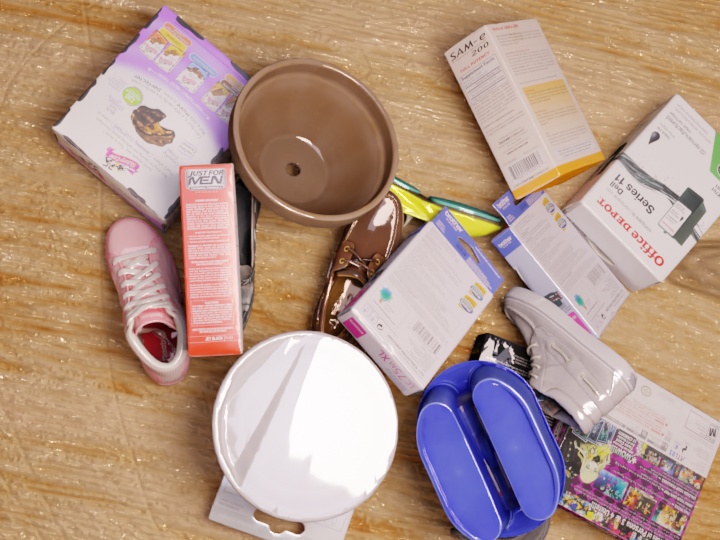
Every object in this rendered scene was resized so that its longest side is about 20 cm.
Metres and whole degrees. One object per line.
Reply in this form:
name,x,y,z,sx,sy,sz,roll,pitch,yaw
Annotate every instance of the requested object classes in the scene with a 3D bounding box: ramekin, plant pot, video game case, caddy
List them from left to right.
ramekin,-0.064,0.168,1.189,0.200,0.094,0.204,1,85,-9
plant pot,-0.064,-0.134,1.247,0.199,0.093,0.203,9,67,-23
caddy,0.141,0.198,1.187,0.140,0.105,0.201,-24,88,8
video game case,0.314,0.218,1.271,0.199,0.036,0.182,29,78,-15

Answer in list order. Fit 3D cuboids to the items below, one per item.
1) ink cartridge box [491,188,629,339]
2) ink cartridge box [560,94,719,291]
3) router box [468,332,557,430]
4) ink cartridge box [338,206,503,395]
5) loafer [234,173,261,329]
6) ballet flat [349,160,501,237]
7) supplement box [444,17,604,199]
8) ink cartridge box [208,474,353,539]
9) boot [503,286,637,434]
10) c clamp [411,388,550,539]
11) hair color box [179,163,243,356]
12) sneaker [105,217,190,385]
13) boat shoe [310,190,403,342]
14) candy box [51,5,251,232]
ink cartridge box,0.234,-0.014,1.315,0.201,0.042,0.119,52,40,-1
ink cartridge box,0.369,-0.095,1.358,0.147,0.083,0.200,44,77,-1
router box,0.212,0.180,1.301,0.199,0.051,0.150,22,80,-5
ink cartridge box,0.073,0.031,1.236,0.120,0.042,0.200,49,55,-9
loafer,-0.153,-0.018,1.264,0.071,0.063,0.202,7,80,-9
ballet flat,0.071,-0.070,1.319,0.199,0.067,0.068,22,99,-3
supplement box,0.201,-0.200,1.324,0.126,0.073,0.201,-20,83,-49
ink cartridge box,-0.069,0.213,1.255,0.159,0.047,0.202,20,84,-7
boot,0.211,0.100,1.235,0.096,0.074,0.200,-42,47,-10
c clamp,0.142,0.230,1.250,0.169,0.027,0.202,-3,86,-12
hair color box,-0.162,-0.012,1.184,0.061,0.101,0.202,-2,91,-7
sneaker,-0.237,0.028,1.222,0.075,0.105,0.202,-16,83,-10
boat shoe,-0.001,0.000,1.265,0.072,0.068,0.202,23,91,-1
candy box,-0.230,-0.176,1.272,0.167,0.072,0.200,40,76,-2
